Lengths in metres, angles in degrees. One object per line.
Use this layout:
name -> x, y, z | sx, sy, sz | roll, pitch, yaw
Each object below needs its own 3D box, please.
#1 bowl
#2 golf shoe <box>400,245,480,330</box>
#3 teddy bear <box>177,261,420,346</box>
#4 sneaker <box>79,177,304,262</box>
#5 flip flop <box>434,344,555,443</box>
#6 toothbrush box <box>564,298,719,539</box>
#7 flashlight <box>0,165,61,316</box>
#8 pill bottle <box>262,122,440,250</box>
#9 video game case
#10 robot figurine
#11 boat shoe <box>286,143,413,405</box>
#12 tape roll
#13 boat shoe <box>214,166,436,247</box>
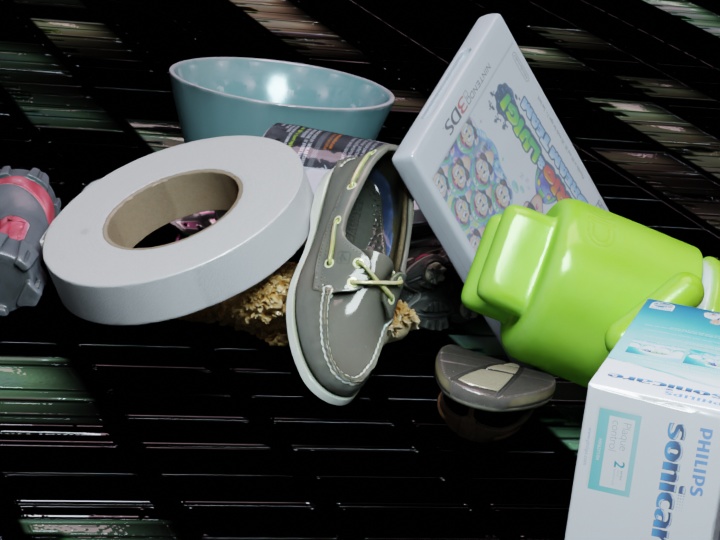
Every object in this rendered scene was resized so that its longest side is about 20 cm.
bowl -> -0.076, -0.118, 2.254 | 0.201, 0.105, 0.201 | 8, 16, -2
golf shoe -> 0.104, 0.001, 1.976 | 0.200, 0.077, 0.088 | 0, 10, -30
teddy bear -> -0.053, 0.016, 1.853 | 0.200, 0.067, 0.145 | 18, 16, 32
sneaker -> -0.122, -0.024, 1.977 | 0.200, 0.080, 0.086 | -3, 24, -2
flip flop -> 0.082, 0.086, 1.700 | 0.081, 0.058, 0.200 | 17, -1, 0
toothbrush box -> 0.178, 0.115, 1.465 | 0.085, 0.146, 0.200 | 11, 17, 12
flashlight -> -0.266, -0.024, 1.897 | 0.068, 0.068, 0.200 | -21, 15, 7
pill bottle -> 0.014, -0.051, 2.056 | 0.200, 0.106, 0.106 | 12, 16, 15
video game case -> 0.109, -0.059, 1.871 | 0.024, 0.200, 0.182 | -11, 33, 35
robot figurine -> 0.173, 0.025, 1.710 | 0.200, 0.116, 0.175 | 22, -13, -9
boat shoe -> -0.002, -0.001, 1.761 | 0.072, 0.060, 0.202 | 29, 49, -26
tape roll -> -0.131, -0.031, 1.830 | 0.203, 0.037, 0.203 | -16, 29, 9
boat shoe -> -0.016, -0.041, 1.945 | 0.199, 0.068, 0.074 | -12, 53, -18
